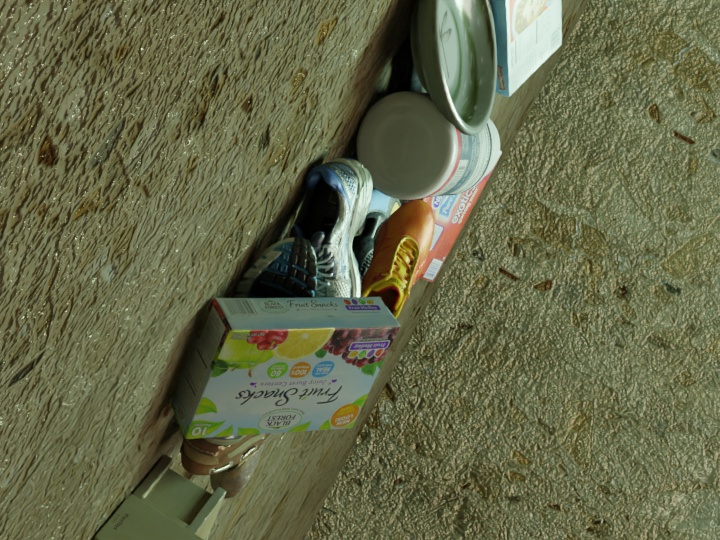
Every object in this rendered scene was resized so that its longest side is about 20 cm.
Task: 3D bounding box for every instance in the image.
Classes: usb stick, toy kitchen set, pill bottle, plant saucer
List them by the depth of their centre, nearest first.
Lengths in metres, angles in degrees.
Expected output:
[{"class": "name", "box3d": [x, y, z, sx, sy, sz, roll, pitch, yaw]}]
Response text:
[{"class": "toy kitchen set", "box3d": [-0.202, 0.343, 1.524, 0.200, 0.162, 0.181, -51, 168, -51]}, {"class": "plant saucer", "box3d": [0.094, -0.244, 1.580, 0.200, 0.050, 0.202, -3, 90, -66]}, {"class": "pill bottle", "box3d": [0.086, -0.144, 1.698, 0.120, 0.119, 0.200, -63, 161, 16]}, {"class": "usb stick", "box3d": [0.064, -0.224, 1.713, 0.056, 0.032, 0.200, -59, 173, -14]}]

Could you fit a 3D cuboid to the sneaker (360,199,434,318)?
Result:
[{"class": "sneaker", "box3d": [0.038, 0.008, 1.612, 0.077, 0.073, 0.201, -15, -137, 58]}]

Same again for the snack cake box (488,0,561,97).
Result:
[{"class": "snack cake box", "box3d": [0.176, -0.317, 1.711, 0.115, 0.067, 0.201, -44, 147, -27]}]

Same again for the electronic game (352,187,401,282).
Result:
[{"class": "electronic game", "box3d": [0.000, 0.000, 1.672, 0.200, 0.041, 0.202, -35, 132, -52]}]

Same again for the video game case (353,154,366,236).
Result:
[{"class": "video game case", "box3d": [0.005, -0.041, 1.743, 0.143, 0.017, 0.201, -52, 145, -50]}]

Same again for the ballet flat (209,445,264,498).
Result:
[{"class": "ballet flat", "box3d": [-0.142, 0.178, 1.759, 0.067, 0.068, 0.201, 15, 99, -62]}]

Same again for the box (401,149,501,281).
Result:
[{"class": "box", "box3d": [0.083, -0.100, 1.932, 0.099, 0.095, 0.201, 18, 103, -47]}]

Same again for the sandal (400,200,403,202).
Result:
[{"class": "sandal", "box3d": [0.025, -0.101, 1.851, 0.201, 0.057, 0.080, -48, -177, 21]}]

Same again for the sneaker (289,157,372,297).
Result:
[{"class": "sneaker", "box3d": [-0.045, -0.018, 1.526, 0.085, 0.076, 0.202, -3, 100, -64]}]

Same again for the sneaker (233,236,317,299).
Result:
[{"class": "sneaker", "box3d": [-0.097, 0.039, 1.518, 0.201, 0.074, 0.087, -62, -174, 30]}]

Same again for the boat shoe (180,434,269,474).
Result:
[{"class": "boat shoe", "box3d": [-0.144, 0.176, 1.595, 0.072, 0.075, 0.200, -65, 163, 10]}]

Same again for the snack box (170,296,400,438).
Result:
[{"class": "snack box", "box3d": [-0.075, 0.095, 1.465, 0.199, 0.053, 0.143, 0, 130, -34]}]
